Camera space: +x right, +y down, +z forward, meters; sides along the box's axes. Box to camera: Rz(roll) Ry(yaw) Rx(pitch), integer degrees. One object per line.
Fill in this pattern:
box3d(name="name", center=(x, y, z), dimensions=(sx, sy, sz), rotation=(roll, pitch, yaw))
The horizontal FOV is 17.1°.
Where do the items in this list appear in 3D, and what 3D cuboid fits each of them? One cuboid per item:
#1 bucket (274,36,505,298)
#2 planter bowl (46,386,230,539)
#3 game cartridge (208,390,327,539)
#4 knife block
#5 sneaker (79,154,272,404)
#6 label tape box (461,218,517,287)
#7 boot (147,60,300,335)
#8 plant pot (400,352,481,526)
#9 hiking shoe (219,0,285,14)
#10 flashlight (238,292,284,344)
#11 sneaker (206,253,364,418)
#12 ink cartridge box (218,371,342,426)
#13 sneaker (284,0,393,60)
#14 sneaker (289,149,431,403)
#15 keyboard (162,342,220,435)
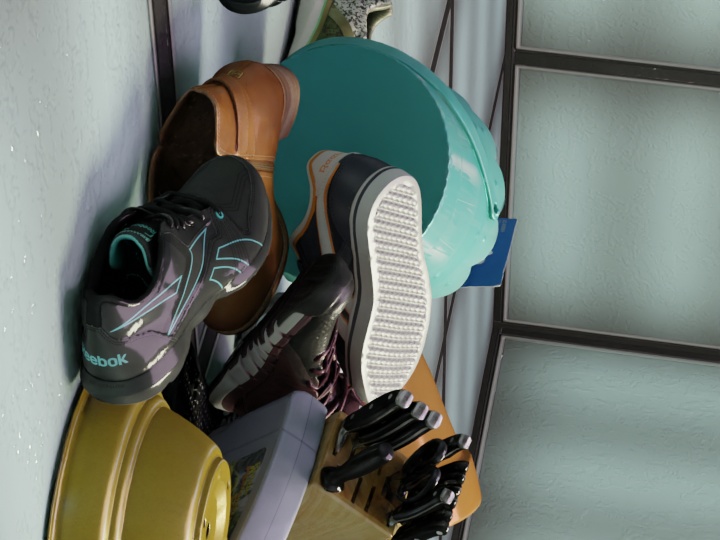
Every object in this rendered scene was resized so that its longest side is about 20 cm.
box3d(name="bucket", center=(-0.001, -0.070, 1.801), dimensions=(0.135, 0.205, 0.209), rotation=(29, 68, -73))
box3d(name="planter bowl", center=(-0.128, 0.156, 1.479), dimensions=(0.200, 0.083, 0.202), rotation=(7, 90, -83))
box3d(name="game cartridge", center=(-0.091, 0.175, 1.593), dimensions=(0.133, 0.041, 0.201), rotation=(-23, -144, 49))
box3d(name="knife block", center=(-0.023, 0.139, 1.611), dimensions=(0.176, 0.198, 0.064), rotation=(80, 25, -47))
box3d(name="sneaker", center=(-0.110, -0.011, 1.442), dimensions=(0.201, 0.075, 0.080), rotation=(-63, 150, -42))
box3d(name="label tape box", center=(0.029, -0.050, 2.019), dimensions=(0.144, 0.198, 0.067), rotation=(-68, 162, -62))
box3d(name="boot", center=(-0.101, -0.043, 1.603), dimensions=(0.155, 0.073, 0.202), rotation=(-30, 130, -70))
box3d(name="plant pot", center=(-0.003, 0.145, 2.051), dimensions=(0.200, 0.198, 0.141), rotation=(-52, 135, -75))
box3d(name="hiking shoe", center=(-0.059, -0.218, 1.687), dimensions=(0.200, 0.074, 0.087), rotation=(-71, 165, -57))
box3d(name="flashlight", center=(-0.053, 0.045, 2.002), dimensions=(0.200, 0.067, 0.069), rotation=(-27, 123, -79))
box3d(name="sneaker", center=(-0.021, 0.068, 1.645), dimensions=(0.076, 0.115, 0.200), rotation=(-54, -175, -32))
box3d(name="ink cartridge box", center=(-0.084, 0.163, 1.827), dimensions=(0.200, 0.043, 0.200), rotation=(-23, -126, 63))
box3d(name="sneaker", center=(-0.017, -0.161, 1.990), dimensions=(0.077, 0.088, 0.202), rotation=(79, 19, -66))
box3d(name="sneaker", center=(0.000, 0.000, 1.679), dimensions=(0.078, 0.079, 0.201), rotation=(-33, 138, -36))
box3d(name="keyboard", center=(-0.112, 0.120, 1.731), dimensions=(0.200, 0.039, 0.105), rotation=(76, 22, -66))
